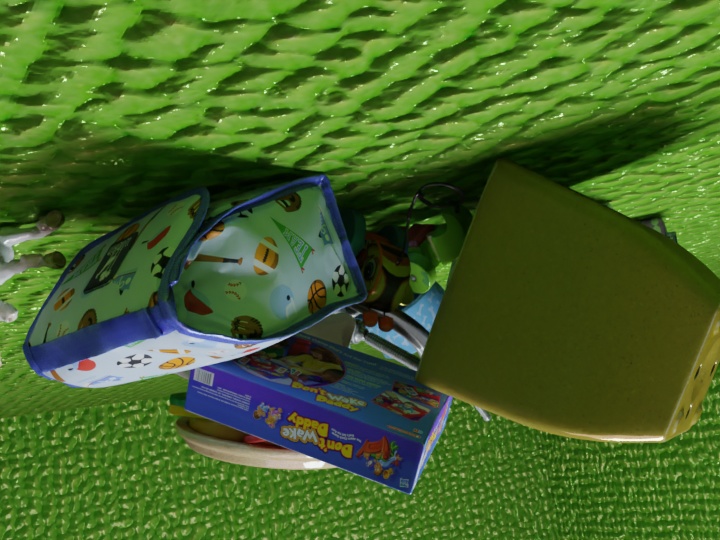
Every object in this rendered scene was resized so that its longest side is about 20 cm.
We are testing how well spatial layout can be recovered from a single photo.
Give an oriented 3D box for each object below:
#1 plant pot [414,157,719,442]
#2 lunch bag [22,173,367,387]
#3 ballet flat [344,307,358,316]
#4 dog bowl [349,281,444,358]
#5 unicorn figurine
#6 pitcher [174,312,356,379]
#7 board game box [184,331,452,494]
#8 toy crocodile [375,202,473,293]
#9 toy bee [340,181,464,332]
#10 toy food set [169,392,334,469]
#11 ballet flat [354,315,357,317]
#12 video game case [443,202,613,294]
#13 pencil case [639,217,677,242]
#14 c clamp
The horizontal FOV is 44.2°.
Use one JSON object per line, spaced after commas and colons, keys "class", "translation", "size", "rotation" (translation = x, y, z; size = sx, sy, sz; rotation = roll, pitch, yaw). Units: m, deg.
{"class": "plant pot", "translation": [0.198, 0.044, 0.746], "size": [0.198, 0.198, 0.193], "rotation": [26, -170, 30]}
{"class": "lunch bag", "translation": [-0.123, 0.012, 0.644], "size": [0.168, 0.126, 0.199], "rotation": [-18, -174, 37]}
{"class": "ballet flat", "translation": [-0.040, 0.028, 1.013], "size": [0.197, 0.073, 0.072], "rotation": [-9, 171, 24]}
{"class": "dog bowl", "translation": [0.031, 0.049, 1.091], "size": [0.111, 0.050, 0.199], "rotation": [-45, -158, -26]}
{"class": "unicorn figurine", "translation": [-0.282, -0.005, 0.641], "size": [0.135, 0.075, 0.200], "rotation": [-13, 153, 22]}
{"class": "pitcher", "translation": [-0.115, 0.067, 0.927], "size": [0.197, 0.123, 0.172], "rotation": [14, 168, -7]}
{"class": "board game box", "translation": [-0.029, 0.107, 0.752], "size": [0.197, 0.045, 0.134], "rotation": [18, -163, 13]}
{"class": "toy crocodile", "translation": [0.034, -0.016, 0.887], "size": [0.198, 0.062, 0.068], "rotation": [-13, -154, 47]}
{"class": "toy bee", "translation": [0.000, 0.000, 0.779], "size": [0.129, 0.110, 0.200], "rotation": [12, 161, -12]}
{"class": "toy food set", "translation": [-0.075, 0.144, 0.830], "size": [0.197, 0.050, 0.198], "rotation": [6, 180, 19]}
{"class": "ballet flat", "translation": [-0.011, 0.023, 1.071], "size": [0.198, 0.071, 0.069], "rotation": [-17, 168, 30]}
{"class": "video game case", "translation": [0.173, 0.019, 0.954], "size": [0.198, 0.184, 0.023], "rotation": [-16, 128, 34]}
{"class": "pencil case", "translation": [0.297, -0.007, 1.118], "size": [0.197, 0.087, 0.084], "rotation": [-12, 168, 17]}
{"class": "c clamp", "translation": [0.033, 0.077, 0.908], "size": [0.199, 0.027, 0.171], "rotation": [29, 161, 32]}
